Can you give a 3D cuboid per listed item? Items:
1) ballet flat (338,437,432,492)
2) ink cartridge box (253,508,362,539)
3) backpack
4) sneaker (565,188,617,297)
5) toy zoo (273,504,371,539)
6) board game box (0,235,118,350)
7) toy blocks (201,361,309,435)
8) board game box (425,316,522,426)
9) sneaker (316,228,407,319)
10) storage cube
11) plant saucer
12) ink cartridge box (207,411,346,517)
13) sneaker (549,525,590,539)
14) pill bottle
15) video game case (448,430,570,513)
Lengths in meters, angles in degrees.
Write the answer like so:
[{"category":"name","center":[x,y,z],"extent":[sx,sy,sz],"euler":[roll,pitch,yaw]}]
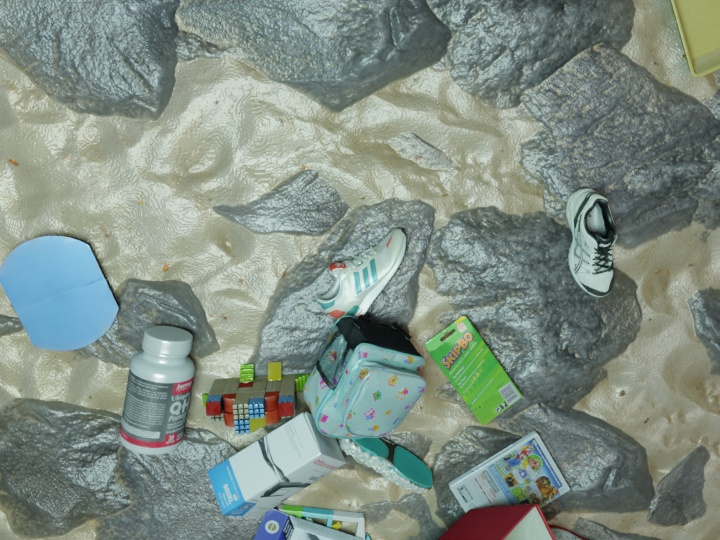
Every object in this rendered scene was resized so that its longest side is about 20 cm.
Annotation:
[{"category":"ballet flat","center":[0.044,0.355,1.172],"extent":[0.199,0.072,0.072],"euler":[35,97,-8]},{"category":"ink cartridge box","center":[-0.120,0.572,1.185],"extent":[0.198,0.041,0.202],"euler":[21,99,-8]},{"category":"backpack","center":[0.003,0.201,1.075],"extent":[0.175,0.154,0.201],"euler":[16,119,-39]},{"category":"sneaker","center":[0.412,-0.041,1.101],"extent":[0.075,0.088,0.202],"euler":[-18,103,-2]},{"category":"toy zoo","center":[-0.070,0.527,1.212],"extent":[0.197,0.020,0.133],"euler":[9,101,-6]},{"category":"board game box","center":[-0.512,0.035,1.075],"extent":[0.156,0.039,0.202],"euler":[-21,107,-5]},{"category":"toy blocks","center":[-0.188,0.233,1.086],"extent":[0.197,0.137,0.101],"euler":[-3,102,-3]},{"category":"board game box","center":[0.209,0.184,1.161],"extent":[0.095,0.030,0.201],"euler":[-36,104,3]},{"category":"sneaker","center":[0.000,0.000,1.086],"extent":[0.093,0.070,0.201],"euler":[32,100,-15]},{"category":"storage cube","center":[0.238,0.534,1.089],"extent":[0.199,0.179,0.172],"euler":[-24,85,-39]},{"category":"plant saucer","center":[0.612,-0.455,1.053],"extent":[0.198,0.048,0.202],"euler":[-23,102,0]},{"category":"ink cartridge box","center":[-0.143,0.346,1.100],"extent":[0.199,0.145,0.085],"euler":[-32,62,3]},{"category":"sneaker","center":[0.423,0.565,1.211],"extent":[0.199,0.108,0.068],"euler":[17,100,-7]},{"category":"pill bottle","center":[-0.348,0.203,1.081],"extent":[0.109,0.111,0.202],"euler":[11,101,-6]},{"category":"video game case","center":[0.291,0.422,1.219],"extent":[0.199,0.018,0.144],"euler":[-32,101,3]}]
